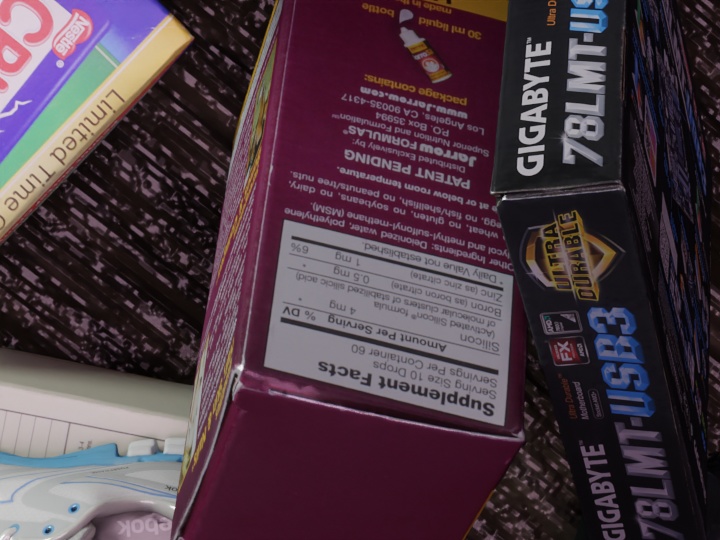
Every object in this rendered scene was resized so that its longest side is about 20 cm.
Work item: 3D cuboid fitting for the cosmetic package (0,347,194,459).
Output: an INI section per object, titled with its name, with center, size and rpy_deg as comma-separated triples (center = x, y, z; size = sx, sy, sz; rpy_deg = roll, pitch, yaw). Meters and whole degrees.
[cosmetic package]
center = -0.123, 0.094, 0.856
size = 0.198, 0.071, 0.106
rpy_deg = 13, 97, -5

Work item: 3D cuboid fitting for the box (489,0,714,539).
[box]
center = 0.095, -0.032, 0.750
size = 0.049, 0.200, 0.201
rpy_deg = -6, 137, 15

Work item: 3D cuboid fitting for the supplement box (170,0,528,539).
[supplement box]
center = 0.000, 0.000, 0.755
size = 0.102, 0.131, 0.201
rpy_deg = 13, 54, -9

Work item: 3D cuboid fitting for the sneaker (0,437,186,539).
[sneaker]
center = -0.133, 0.105, 0.778
size = 0.198, 0.087, 0.076
rpy_deg = -8, 100, -1

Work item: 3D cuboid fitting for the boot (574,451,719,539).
[boot]
center = 0.090, 0.155, 0.861
size = 0.073, 0.197, 0.163
rpy_deg = 39, 65, -35

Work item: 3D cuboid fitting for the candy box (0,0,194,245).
[candy box]
center = -0.194, -0.103, 0.822
size = 0.200, 0.077, 0.169
rpy_deg = 44, 91, -9
